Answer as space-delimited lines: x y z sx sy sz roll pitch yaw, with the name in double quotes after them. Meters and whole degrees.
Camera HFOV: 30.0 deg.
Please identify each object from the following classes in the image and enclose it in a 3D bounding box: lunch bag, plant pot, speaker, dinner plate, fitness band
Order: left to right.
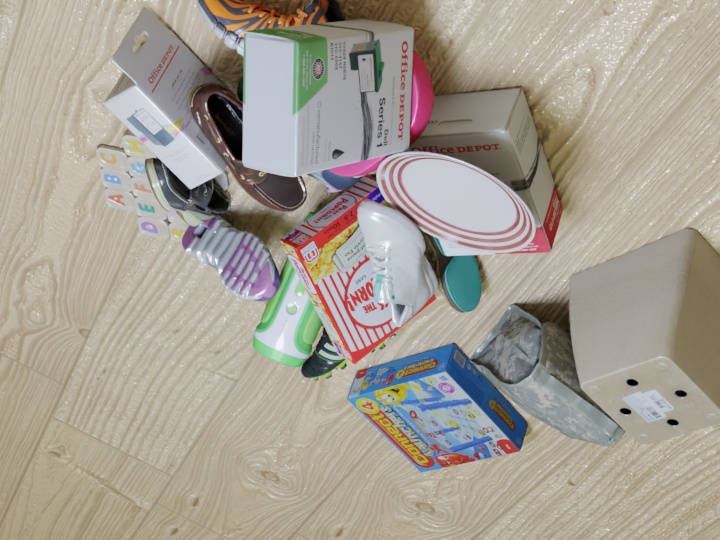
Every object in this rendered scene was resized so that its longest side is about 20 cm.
-0.074 0.026 1.812 0.088 0.088 0.200 23 97 -2 "speaker"
0.005 -0.196 1.584 0.200 0.037 0.144 -35 75 44 "fitness band"
0.114 -0.085 1.576 0.200 0.024 0.200 22 157 9 "dinner plate"
0.261 0.146 1.790 0.164 0.118 0.200 38 180 -18 "lunch bag"
0.385 0.101 1.701 0.200 0.177 0.200 42 135 -23 "plant pot"

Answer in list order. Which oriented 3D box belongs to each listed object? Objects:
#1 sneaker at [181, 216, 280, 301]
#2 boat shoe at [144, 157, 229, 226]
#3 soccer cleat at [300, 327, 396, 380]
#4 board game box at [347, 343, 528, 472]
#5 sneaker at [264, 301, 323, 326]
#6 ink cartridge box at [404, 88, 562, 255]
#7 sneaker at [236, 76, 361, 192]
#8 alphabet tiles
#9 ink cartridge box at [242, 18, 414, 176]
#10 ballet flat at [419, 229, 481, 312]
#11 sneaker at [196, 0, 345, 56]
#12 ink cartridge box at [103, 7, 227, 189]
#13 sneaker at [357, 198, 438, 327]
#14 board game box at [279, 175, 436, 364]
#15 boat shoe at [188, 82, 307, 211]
-0.161 -0.012 1.846 0.088 0.081 0.200 37 180 -44 "sneaker"
-0.226 -0.111 1.771 0.066 0.072 0.201 -18 164 7 "boat shoe"
-0.030 0.101 1.983 0.081 0.068 0.200 51 133 -7 "soccer cleat"
0.117 0.214 2.039 0.196 0.056 0.200 -20 125 38 "board game box"
-0.032 0.034 1.896 0.200 0.074 0.082 -9 148 23 "sneaker"
0.148 -0.117 1.635 0.144 0.084 0.200 -2 136 27 "ink cartridge box"
-0.086 -0.166 1.697 0.200 0.070 0.082 38 136 -15 "sneaker"
-0.275 -0.113 1.884 0.195 0.015 0.200 13 140 11 "alphabet tiles"
-0.032 -0.192 1.460 0.084 0.200 0.146 16 112 37 "ink cartridge box"
0.107 -0.027 1.784 0.065 0.071 0.200 24 147 43 "ballet flat"
-0.090 -0.292 1.566 0.200 0.078 0.112 37 119 1 "sneaker"
-0.240 -0.215 1.673 0.067 0.117 0.200 -21 124 38 "ink cartridge box"
0.038 -0.003 1.690 0.075 0.089 0.200 18 153 37 "sneaker"
0.000 0.000 1.765 0.046 0.151 0.200 26 149 52 "board game box"
-0.135 -0.145 1.644 0.200 0.070 0.070 46 169 -23 "boat shoe"
